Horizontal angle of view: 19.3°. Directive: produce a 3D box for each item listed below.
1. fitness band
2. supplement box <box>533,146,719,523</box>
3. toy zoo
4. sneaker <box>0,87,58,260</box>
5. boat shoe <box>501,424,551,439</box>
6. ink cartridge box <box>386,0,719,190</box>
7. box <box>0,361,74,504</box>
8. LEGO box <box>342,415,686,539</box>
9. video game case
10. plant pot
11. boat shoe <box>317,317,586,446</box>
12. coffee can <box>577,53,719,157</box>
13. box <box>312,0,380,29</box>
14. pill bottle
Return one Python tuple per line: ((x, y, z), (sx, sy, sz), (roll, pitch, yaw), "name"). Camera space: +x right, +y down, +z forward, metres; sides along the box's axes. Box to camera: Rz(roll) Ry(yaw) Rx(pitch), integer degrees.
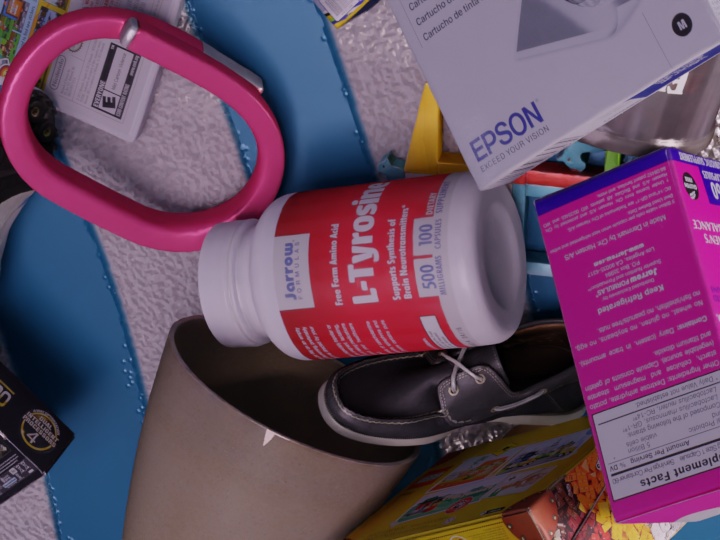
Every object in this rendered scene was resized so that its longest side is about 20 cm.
((-0.144, -0.091, 1.417), (0.199, 0.037, 0.144), (28, 111, -23), "fitness band")
((0.189, 0.041, 1.256), (0.103, 0.101, 0.201), (-22, 74, 34), "supplement box")
((0.109, -0.060, 1.404), (0.199, 0.020, 0.132), (7, 117, 12), "toy zoo")
((-0.269, -0.051, 1.481), (0.073, 0.072, 0.201), (50, 127, 32), "sneaker")
((0.109, 0.202, 1.502), (0.073, 0.069, 0.201), (16, 97, 15), "boat shoe")
((0.099, -0.176, 1.196), (0.199, 0.040, 0.201), (-32, 80, 41), "ink cartridge box")
((-0.317, 0.110, 1.546), (0.161, 0.049, 0.200), (44, 140, -10), "box")
((0.096, 0.164, 1.344), (0.199, 0.149, 0.078), (-21, 99, 47), "LEGO box")
((-0.203, -0.207, 1.417), (0.181, 0.023, 0.201), (24, 119, 3), "video game case")
((-0.086, 0.163, 1.444), (0.186, 0.187, 0.201), (28, 106, 1), "plant pot")
((0.068, 0.068, 1.403), (0.199, 0.072, 0.068), (-6, 146, -20), "boat shoe")
((0.171, -0.189, 1.255), (0.145, 0.147, 0.201), (19, 118, 5), "coffee can")
((0.042, -0.240, 1.305), (0.200, 0.070, 0.064), (-40, 91, 27), "box")
((0.000, 0.000, 1.389), (0.199, 0.112, 0.113), (-6, 113, 23), "pill bottle")
